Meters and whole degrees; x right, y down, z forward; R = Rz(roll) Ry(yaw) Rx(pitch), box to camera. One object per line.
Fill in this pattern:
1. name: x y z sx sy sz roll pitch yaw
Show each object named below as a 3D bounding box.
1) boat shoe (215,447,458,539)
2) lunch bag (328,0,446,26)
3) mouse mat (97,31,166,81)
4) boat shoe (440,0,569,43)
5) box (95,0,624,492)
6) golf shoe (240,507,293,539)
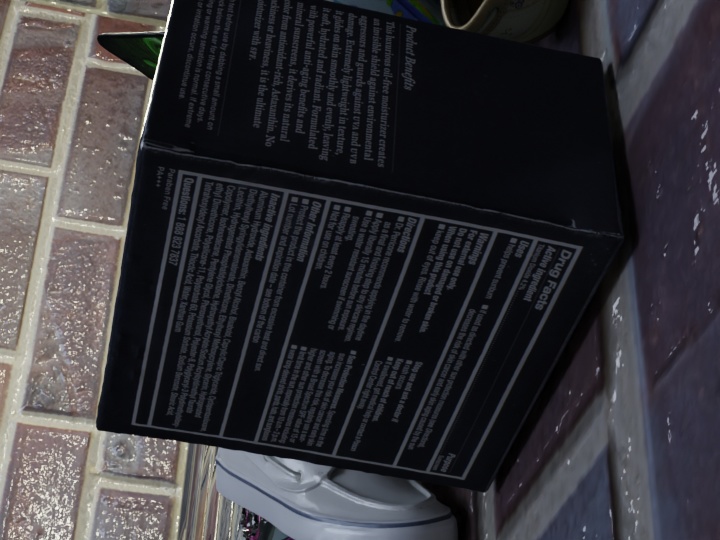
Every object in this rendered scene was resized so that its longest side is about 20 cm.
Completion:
1. boat shoe: -0.022 0.113 0.822 0.200 0.074 0.065 9 102 48
2. lunch bag: 0.001 -0.146 0.846 0.082 0.161 0.200 -45 20 13
3. mouse mat: -0.055 -0.100 0.926 0.161 0.200 0.008 8 70 45
4. boat shoe: 0.078 -0.210 0.699 0.063 0.073 0.200 -12 -72 -53
5. box: -0.008 -0.010 0.672 0.200 0.198 0.123 110 169 -47
6. golf shoe: -0.023 0.124 0.953 0.073 0.092 0.200 -103 28 -54
